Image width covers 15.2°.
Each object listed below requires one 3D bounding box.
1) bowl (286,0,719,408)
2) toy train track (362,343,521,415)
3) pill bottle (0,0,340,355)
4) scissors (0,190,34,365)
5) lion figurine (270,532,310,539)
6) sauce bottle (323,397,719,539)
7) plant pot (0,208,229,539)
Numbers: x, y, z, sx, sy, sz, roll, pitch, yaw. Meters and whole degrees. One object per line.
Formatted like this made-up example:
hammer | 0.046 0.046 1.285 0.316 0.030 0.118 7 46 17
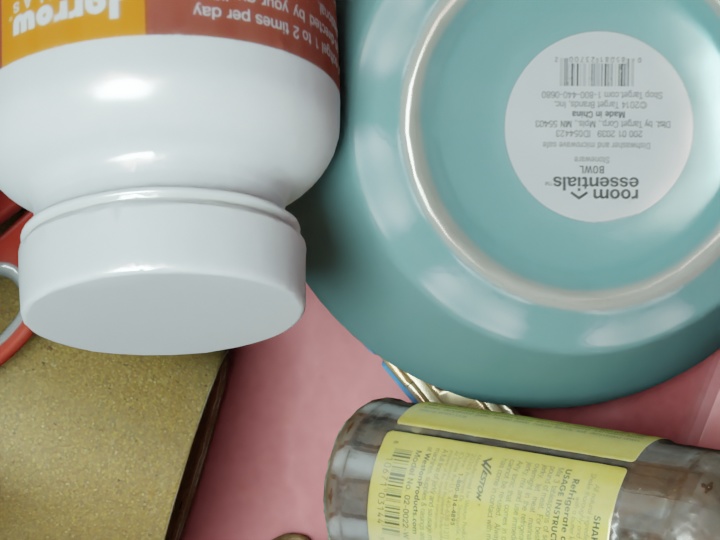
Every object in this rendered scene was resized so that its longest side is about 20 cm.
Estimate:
bowl | 0.065 -0.050 0.856 0.199 0.105 0.202 0 94 -2
toy train track | 0.000 0.000 0.944 0.115 0.033 0.200 -42 82 12
pill bottle | -0.062 -0.082 0.816 0.111 0.112 0.201 -9 71 16
scissors | -0.087 -0.029 0.868 0.199 0.014 0.073 -32 82 -15
lion figurine | 0.020 0.141 0.898 0.199 0.122 0.073 8 95 16
sauce bottle | 0.085 0.084 0.852 0.199 0.065 0.065 9 95 32
plant pot | -0.152 0.042 0.926 0.199 0.186 0.187 17 97 2
